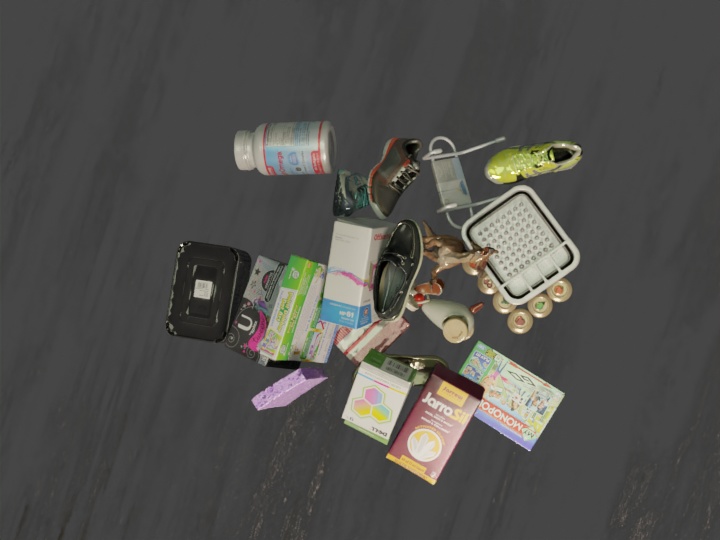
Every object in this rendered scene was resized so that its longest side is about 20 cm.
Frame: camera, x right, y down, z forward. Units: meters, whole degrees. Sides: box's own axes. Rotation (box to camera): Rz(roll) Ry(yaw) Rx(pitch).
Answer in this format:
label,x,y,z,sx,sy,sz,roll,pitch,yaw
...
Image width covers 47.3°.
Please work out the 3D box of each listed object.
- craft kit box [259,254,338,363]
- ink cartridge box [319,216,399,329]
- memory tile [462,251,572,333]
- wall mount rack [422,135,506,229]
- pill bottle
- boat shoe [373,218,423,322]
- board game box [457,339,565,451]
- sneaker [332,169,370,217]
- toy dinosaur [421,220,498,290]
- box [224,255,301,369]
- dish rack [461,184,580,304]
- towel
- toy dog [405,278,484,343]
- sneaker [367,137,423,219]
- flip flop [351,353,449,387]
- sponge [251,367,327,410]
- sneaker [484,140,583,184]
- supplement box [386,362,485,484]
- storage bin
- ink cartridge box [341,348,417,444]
label,x,y,z,sx,sy,sz,roll,pitch,yaw
craft kit box,-0.099,0.081,1.616,0.048,0.197,0.200,18,91,25
ink cartridge box,0.000,0.000,1.603,0.085,0.145,0.200,12,101,22
memory tile,0.315,0.011,1.661,0.153,0.017,0.200,-38,81,5
wall mount rack,0.221,-0.191,1.666,0.174,0.075,0.200,-13,84,-23
pill bottle,-0.155,-0.253,1.710,0.200,0.109,0.109,-1,86,10
boat shoe,0.063,-0.003,1.545,0.074,0.066,0.200,18,91,28
board game box,0.287,0.248,1.644,0.200,0.029,0.135,31,91,10
sneaker,-0.008,-0.158,1.641,0.086,0.200,0.078,7,112,-2
toy dinosaur,0.182,-0.037,1.606,0.135,0.200,0.086,-11,118,-8
box,-0.168,0.086,1.667,0.115,0.132,0.200,20,90,28
dish rack,0.316,-0.050,1.635,0.172,0.044,0.200,-36,81,7
towel,-0.013,0.091,1.708,0.144,0.023,0.200,-45,79,6
toy dog,0.163,0.057,1.633,0.200,0.132,0.096,38,101,-12
sneaker,0.075,-0.193,1.643,0.082,0.077,0.200,-6,55,36
flip flop,0.080,0.212,1.659,0.200,0.058,0.081,-3,102,6
sponge,-0.136,0.232,1.628,0.112,0.200,0.030,-33,80,5
sneaker,0.342,-0.223,1.625,0.200,0.076,0.075,-16,85,-5
supplement box,0.147,0.298,1.613,0.110,0.086,0.200,28,104,7
storage bin,-0.317,0.046,1.725,0.135,0.094,0.200,8,88,10
ink cartridge box,0.029,0.264,1.627,0.104,0.059,0.200,24,119,9
